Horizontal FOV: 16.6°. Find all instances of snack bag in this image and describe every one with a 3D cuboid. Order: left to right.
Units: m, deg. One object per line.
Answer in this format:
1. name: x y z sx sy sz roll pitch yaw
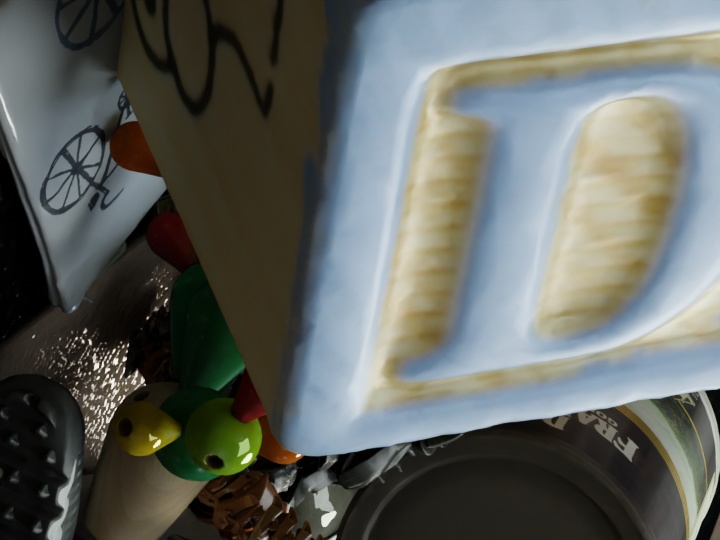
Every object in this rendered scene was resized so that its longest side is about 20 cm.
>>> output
1. snack bag: -0.077 -0.102 0.934 0.189 0.021 0.200 -54 159 -23

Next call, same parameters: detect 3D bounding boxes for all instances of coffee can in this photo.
1. coffee can: 0.082 0.113 1.144 0.200 0.146 0.147 -44 157 -69

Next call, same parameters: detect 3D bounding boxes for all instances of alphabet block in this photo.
1. alphabet block: 0.042 -0.084 0.819 0.196 0.200 0.196 -7 135 -21

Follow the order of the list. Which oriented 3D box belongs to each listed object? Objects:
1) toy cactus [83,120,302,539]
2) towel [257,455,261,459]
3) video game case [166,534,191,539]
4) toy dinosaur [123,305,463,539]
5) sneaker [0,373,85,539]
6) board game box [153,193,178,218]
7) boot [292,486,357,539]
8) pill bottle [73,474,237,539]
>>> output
1. toy cactus: -0.066 0.035 0.929 0.165 0.102 0.200 -61 -155 25
2. towel: -0.053 0.047 1.212 0.086 0.018 0.200 -52 159 -26
3. video game case: -0.077 0.209 1.043 0.181 0.025 0.200 -61 156 -3
4. toy dinosaur: -0.034 0.069 1.018 0.136 0.200 0.102 -32 147 1
5. sneaker: -0.149 0.122 0.995 0.090 0.066 0.201 -41 152 -66
6. board game box: 0.000 0.000 1.101 0.200 0.104 0.024 36 48 -60
7. boot: 0.005 0.048 1.277 0.131 0.068 0.200 89 24 -45
8. pill bottle: -0.125 0.199 1.094 0.200 0.104 0.104 -64 162 3
